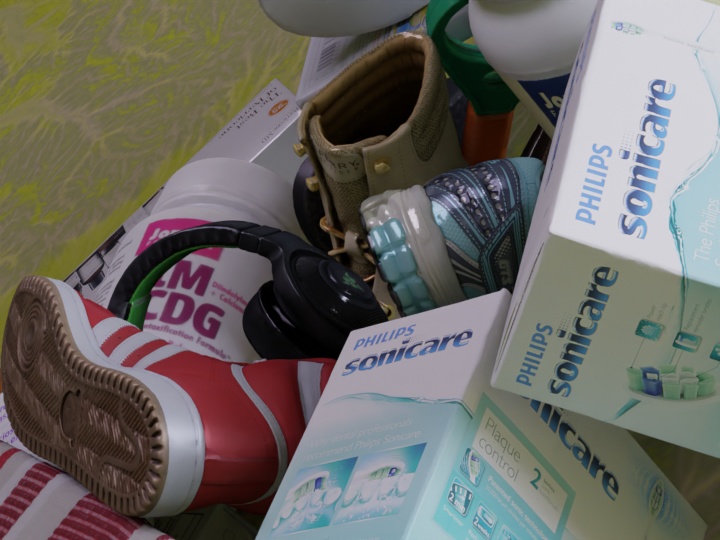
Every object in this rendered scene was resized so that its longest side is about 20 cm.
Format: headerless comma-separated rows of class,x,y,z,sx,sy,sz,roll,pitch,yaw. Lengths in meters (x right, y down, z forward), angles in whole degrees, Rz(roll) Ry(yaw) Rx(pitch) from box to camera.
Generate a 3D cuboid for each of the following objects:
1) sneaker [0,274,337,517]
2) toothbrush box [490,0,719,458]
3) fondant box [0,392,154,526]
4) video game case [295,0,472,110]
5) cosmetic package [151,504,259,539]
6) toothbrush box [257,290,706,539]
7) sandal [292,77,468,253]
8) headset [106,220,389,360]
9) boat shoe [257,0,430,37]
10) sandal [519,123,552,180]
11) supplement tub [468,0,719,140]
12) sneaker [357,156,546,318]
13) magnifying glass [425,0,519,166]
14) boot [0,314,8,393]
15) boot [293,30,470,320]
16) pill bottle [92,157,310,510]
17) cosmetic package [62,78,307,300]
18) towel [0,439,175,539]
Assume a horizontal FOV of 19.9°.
sneaker,-0.078,0.055,0.882,0.200,0.112,0.072,33,114,56
toothbrush box,0.160,-0.006,0.728,0.086,0.198,0.147,107,180,-46
fondant box,-0.162,0.142,0.925,0.144,0.058,0.201,-37,30,17
video game case,0.052,-0.186,1.099,0.181,0.023,0.201,-27,34,34
cosmetic package,-0.119,0.171,0.983,0.199,0.087,0.104,-3,50,51
toothbrush box,0.034,0.134,0.746,0.085,0.147,0.201,-17,35,40
sandal,0.012,-0.062,1.097,0.045,0.076,0.200,20,28,23
headset,-0.021,0.052,0.932,0.094,0.199,0.124,-19,-52,-65
boat shoe,0.033,-0.190,1.030,0.199,0.072,0.068,-32,34,22
sandal,0.103,-0.030,1.007,0.082,0.054,0.201,135,157,-69
supplement tub,0.138,-0.106,0.907,0.144,0.200,0.145,-33,28,20
sneaker,0.078,0.009,0.866,0.086,0.200,0.078,-25,67,16
magnifying glass,0.069,-0.098,1.046,0.079,0.200,0.023,-7,62,-6
boot,-0.224,0.101,1.254,0.155,0.074,0.200,-47,24,2
boot,0.000,0.000,0.988,0.072,0.156,0.201,17,58,30
pill bottle,-0.093,0.039,1.112,0.113,0.113,0.201,-23,33,35
cosmetic package,-0.102,-0.030,1.296,0.200,0.051,0.083,-44,27,-1
towel,-0.163,0.144,0.847,0.144,0.023,0.199,-53,32,-15
